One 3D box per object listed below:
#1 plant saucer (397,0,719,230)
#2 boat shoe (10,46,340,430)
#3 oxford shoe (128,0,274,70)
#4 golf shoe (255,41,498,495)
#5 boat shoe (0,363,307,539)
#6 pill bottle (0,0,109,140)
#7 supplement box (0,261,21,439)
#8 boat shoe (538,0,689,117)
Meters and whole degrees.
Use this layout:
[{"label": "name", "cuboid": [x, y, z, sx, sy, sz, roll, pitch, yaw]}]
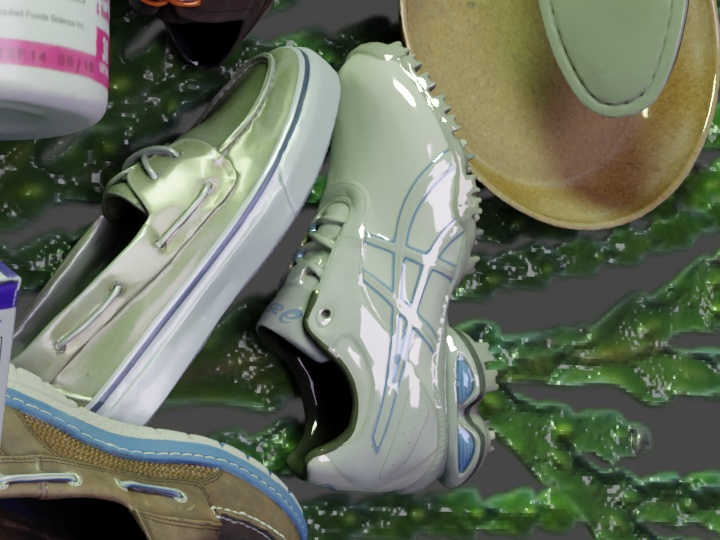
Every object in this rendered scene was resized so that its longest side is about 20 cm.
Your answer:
[{"label": "plant saucer", "cuboid": [0.087, -0.116, 1.186, 0.200, 0.035, 0.200, 7, 79, -37]}, {"label": "boat shoe", "cuboid": [-0.076, -0.019, 1.045, 0.062, 0.072, 0.200, 41, 67, -28]}, {"label": "oxford shoe", "cuboid": [-0.063, -0.137, 1.006, 0.071, 0.200, 0.073, 15, 77, 12]}, {"label": "golf shoe", "cuboid": [0.000, 0.000, 1.098, 0.097, 0.078, 0.200, -7, 88, -29]}, {"label": "boat shoe", "cuboid": [-0.099, 0.103, 0.997, 0.200, 0.072, 0.072, 24, 37, -37]}, {"label": "pill bottle", "cuboid": [-0.152, -0.157, 0.978, 0.113, 0.113, 0.200, 5, 83, -35]}, {"label": "supplement box", "cuboid": [-0.194, 0.081, 0.889, 0.103, 0.101, 0.200, -8, 116, -35]}, {"label": "boat shoe", "cuboid": [0.118, -0.172, 1.152, 0.061, 0.072, 0.201, -19, 105, -69]}]
